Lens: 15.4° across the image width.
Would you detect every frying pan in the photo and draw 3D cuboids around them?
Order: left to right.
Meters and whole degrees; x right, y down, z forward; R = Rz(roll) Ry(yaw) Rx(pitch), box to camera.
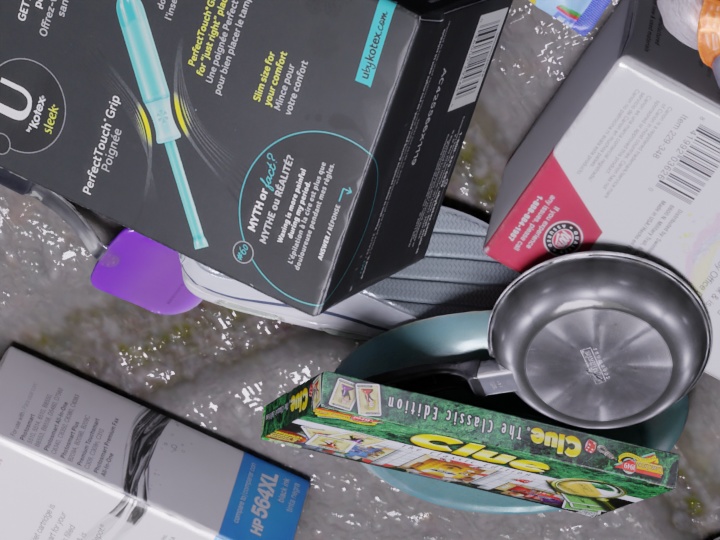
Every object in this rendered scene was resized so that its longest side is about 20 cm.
[{"bbox_3d":[0.084,0.037,1.355,0.190,0.031,0.115,3,128,3],"label":"frying pan"}]

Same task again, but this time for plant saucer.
[{"bbox_3d":[0.080,0.086,1.458,0.200,0.027,0.200,2,146,1],"label":"plant saucer"}]

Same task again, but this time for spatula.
[{"bbox_3d":[-0.171,-0.035,1.470,0.200,0.021,0.057,33,129,-7],"label":"spatula"}]

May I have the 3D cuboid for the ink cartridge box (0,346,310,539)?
[{"bbox_3d":[-0.152,0.153,1.568,0.200,0.084,0.146,26,128,-6],"label":"ink cartridge box"}]

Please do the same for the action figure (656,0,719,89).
[{"bbox_3d":[0.229,-0.134,1.214,0.193,0.105,0.200,5,98,10],"label":"action figure"}]

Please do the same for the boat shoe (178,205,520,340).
[{"bbox_3d":[0.000,0.000,1.440,0.200,0.074,0.067,13,159,-4],"label":"boat shoe"}]

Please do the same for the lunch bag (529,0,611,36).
[{"bbox_3d":[0.101,-0.239,1.233,0.151,0.094,0.200,32,114,-12],"label":"lunch bag"}]

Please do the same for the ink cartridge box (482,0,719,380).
[{"bbox_3d":[0.185,-0.033,1.354,0.200,0.086,0.148,27,126,-10],"label":"ink cartridge box"}]

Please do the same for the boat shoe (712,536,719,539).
[{"bbox_3d":[0.282,0.201,1.513,0.200,0.072,0.072,9,127,6],"label":"boat shoe"}]

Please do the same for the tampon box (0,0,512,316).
[{"bbox_3d":[-0.058,-0.095,1.224,0.200,0.126,0.150,25,110,17],"label":"tampon box"}]

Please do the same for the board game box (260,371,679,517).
[{"bbox_3d":[0.056,0.093,1.404,0.200,0.023,0.105,14,160,-16],"label":"board game box"}]
